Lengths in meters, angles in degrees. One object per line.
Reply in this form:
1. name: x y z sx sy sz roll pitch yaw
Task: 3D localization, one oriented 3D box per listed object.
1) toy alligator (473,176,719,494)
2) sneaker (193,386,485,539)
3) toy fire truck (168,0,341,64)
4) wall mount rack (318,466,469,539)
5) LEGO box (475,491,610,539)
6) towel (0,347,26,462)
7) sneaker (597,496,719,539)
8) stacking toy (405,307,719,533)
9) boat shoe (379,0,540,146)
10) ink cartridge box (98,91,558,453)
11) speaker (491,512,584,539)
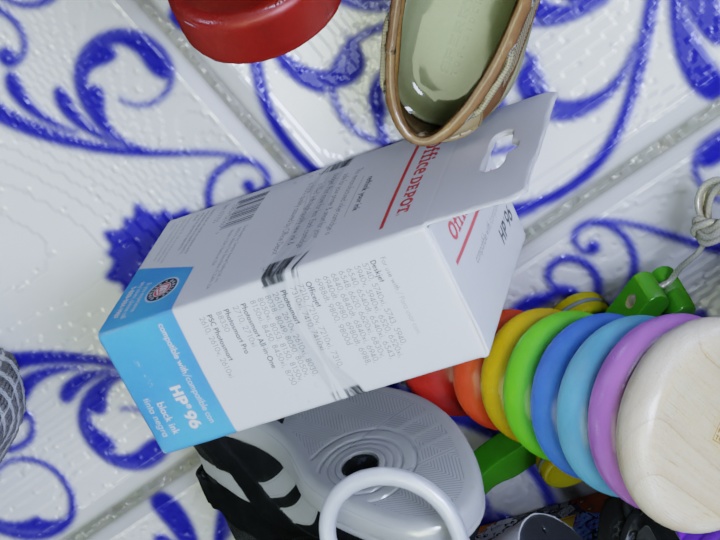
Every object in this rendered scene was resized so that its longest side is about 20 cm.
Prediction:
1. toy alligator: 0.121 0.037 0.947 0.054 0.059 0.200 11 130 -40
2. sneaker: -0.004 0.109 0.965 0.200 0.073 0.112 26 141 48
3. toy fire truck: -0.019 -0.185 0.783 0.199 0.168 0.112 -19 138 7
4. wall mount rack: -0.004 0.186 0.863 0.173 0.075 0.201 -9 109 20
5. LEGO box: 0.097 0.222 1.033 0.149 0.077 0.200 -20 111 22
6. towel: -0.244 0.140 1.021 0.085 0.166 0.200 30 120 -11
7. sneaker: 0.152 0.131 0.903 0.099 0.201 0.070 -10 132 17
8. stacking toy: 0.087 0.049 0.892 0.200 0.085 0.086 13 132 57
9. boat shoe: 0.052 -0.140 0.853 0.075 0.074 0.201 14 117 6
10. ink cartridge box: 0.000 0.000 0.916 0.199 0.116 0.068 -18 112 21
11. speaker: 0.025 0.190 0.942 0.200 0.081 0.081 -37 104 26
